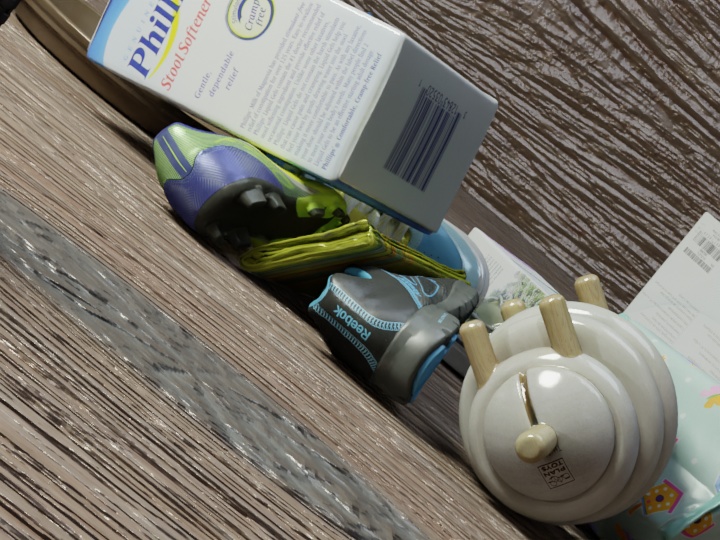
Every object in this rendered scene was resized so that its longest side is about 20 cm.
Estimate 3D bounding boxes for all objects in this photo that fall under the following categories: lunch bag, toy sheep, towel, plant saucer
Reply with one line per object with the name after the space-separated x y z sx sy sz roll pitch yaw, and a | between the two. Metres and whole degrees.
0.212 0.148 1.592 0.170 0.122 0.200 40 -10 49 | lunch bag
0.115 0.078 1.454 0.138 0.138 0.200 41 20 12 | toy sheep
0.000 0.000 1.588 0.200 0.086 0.018 24 57 -69 | towel
-0.168 -0.141 1.808 0.200 0.030 0.200 39 5 -4 | plant saucer

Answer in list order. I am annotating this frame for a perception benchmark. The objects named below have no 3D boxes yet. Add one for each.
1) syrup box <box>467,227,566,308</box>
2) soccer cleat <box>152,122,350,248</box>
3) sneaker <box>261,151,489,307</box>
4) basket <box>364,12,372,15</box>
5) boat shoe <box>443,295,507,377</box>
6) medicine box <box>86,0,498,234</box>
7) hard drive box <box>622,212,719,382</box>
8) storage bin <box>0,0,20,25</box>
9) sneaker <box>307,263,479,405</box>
0.132 0.059 1.923 0.081 0.079 0.200 34 8 -42 | syrup box
-0.065 -0.050 1.570 0.084 0.065 0.200 52 11 17 | soccer cleat
-0.009 -0.037 1.792 0.200 0.080 0.130 32 -1 33 | sneaker
-0.047 -0.213 2.548 0.200 0.139 0.176 49 6 -3 | basket
0.095 0.052 1.832 0.200 0.062 0.072 41 6 23 | boat shoe
-0.040 -0.122 1.654 0.199 0.103 0.182 27 1 24 | medicine box
0.257 0.081 1.951 0.077 0.200 0.156 35 8 -38 | hard drive box
-0.235 -0.131 1.014 0.135 0.094 0.200 41 7 16 | storage bin
0.019 0.023 1.533 0.082 0.073 0.200 35 4 2 | sneaker
